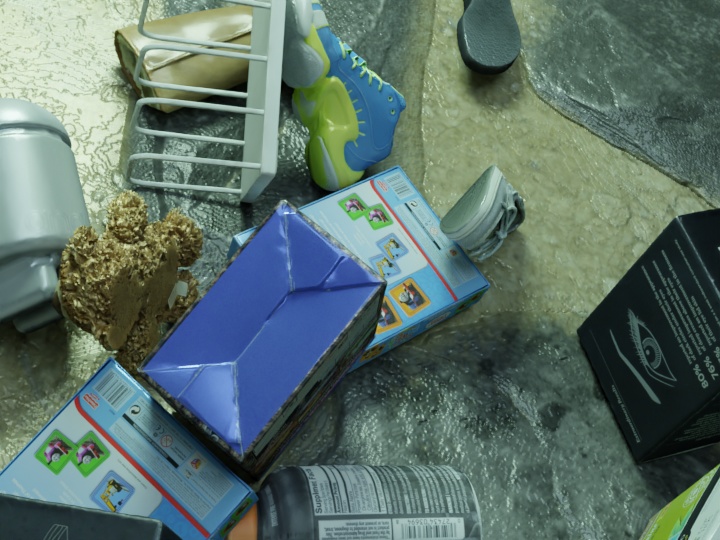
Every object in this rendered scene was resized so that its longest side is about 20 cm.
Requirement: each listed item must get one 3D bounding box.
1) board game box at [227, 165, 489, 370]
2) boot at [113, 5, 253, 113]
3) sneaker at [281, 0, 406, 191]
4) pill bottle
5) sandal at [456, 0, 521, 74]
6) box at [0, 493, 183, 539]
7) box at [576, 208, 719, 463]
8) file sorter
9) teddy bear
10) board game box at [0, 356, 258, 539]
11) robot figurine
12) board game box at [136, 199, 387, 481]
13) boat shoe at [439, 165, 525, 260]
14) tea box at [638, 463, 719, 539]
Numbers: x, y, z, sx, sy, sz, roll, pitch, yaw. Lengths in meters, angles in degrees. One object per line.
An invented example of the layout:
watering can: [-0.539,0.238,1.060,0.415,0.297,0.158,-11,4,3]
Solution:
board game box: [0.000,0.000,1.094,0.199,0.037,0.152,-25,70,-34]
boot: [-0.117,-0.193,1.177,0.198,0.066,0.176,-24,65,-29]
sneaker: [-0.017,-0.182,1.134,0.104,0.202,0.076,-23,32,-22]
pill bottle: [-0.015,0.204,0.916,0.197,0.107,0.107,3,56,-18]
sandal: [0.141,-0.281,1.352,0.075,0.043,0.202,23,42,-14]
box: [-0.223,0.248,0.739,0.197,0.118,0.199,8,68,9]
box: [0.305,0.060,1.078,0.103,0.201,0.149,-8,61,-26]
file sorter: [-0.138,-0.177,1.061,0.123,0.139,0.203,5,83,-13]
teddy bear: [-0.183,0.009,0.953,0.066,0.147,0.200,5,26,17]
board game box: [-0.194,0.186,0.845,0.151,0.037,0.200,39,75,17]
robot figurine: [-0.281,-0.054,0.969,0.112,0.170,0.202,-21,72,9]
board game box: [-0.069,0.061,0.902,0.097,0.200,0.160,38,78,7]
boat shoe: [0.123,-0.052,1.120,0.065,0.075,0.202,43,12,1]
tea box: [0.325,0.271,0.945,0.199,0.197,0.134,39,53,7]
